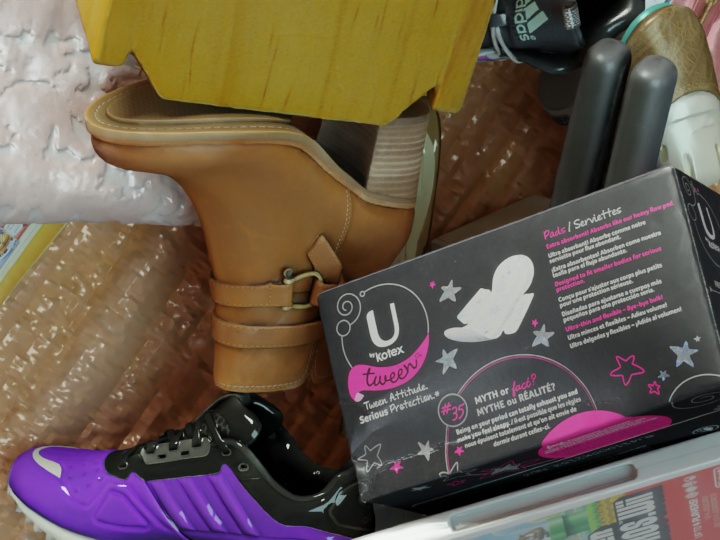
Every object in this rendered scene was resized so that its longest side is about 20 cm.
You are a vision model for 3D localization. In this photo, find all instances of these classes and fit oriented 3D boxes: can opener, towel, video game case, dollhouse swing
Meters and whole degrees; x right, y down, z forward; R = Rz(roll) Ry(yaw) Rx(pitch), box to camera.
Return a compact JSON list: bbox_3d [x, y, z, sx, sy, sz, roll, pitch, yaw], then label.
[{"bbox_3d":[0.129,-0.029,1.499,0.067,0.053,0.201,-36,143,-56],"label":"can opener"},{"bbox_3d":[-0.127,-0.117,1.402,0.199,0.032,0.192,1,99,-32],"label":"towel"},{"bbox_3d":[0.100,0.144,1.437,0.199,0.018,0.143,-16,150,1],"label":"video game case"},{"bbox_3d":[-0.049,-0.196,1.393,0.199,0.176,0.183,5,115,-29],"label":"dollhouse swing"}]

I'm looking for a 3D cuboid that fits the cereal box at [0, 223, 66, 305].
[{"bbox_3d":[-0.217,-0.087,1.396,0.144,0.039,0.200,-50,120,-9],"label":"cereal box"}]

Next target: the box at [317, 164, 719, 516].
[{"bbox_3d":[0.102,0.040,1.408,0.132,0.199,0.115,20,54,-61],"label":"box"}]

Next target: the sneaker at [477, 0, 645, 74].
[{"bbox_3d":[0.064,-0.135,1.471,0.199,0.140,0.078,-21,113,-22],"label":"sneaker"}]

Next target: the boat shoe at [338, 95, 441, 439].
[{"bbox_3d":[0.000,0.000,1.528,0.066,0.074,0.201,5,107,-5],"label":"boat shoe"}]

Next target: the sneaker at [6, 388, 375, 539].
[{"bbox_3d":[-0.083,0.104,1.459,0.199,0.070,0.100,14,111,12],"label":"sneaker"}]

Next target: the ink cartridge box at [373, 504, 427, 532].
[{"bbox_3d":[0.035,0.188,1.547,0.199,0.084,0.146,-16,114,2],"label":"ink cartridge box"}]

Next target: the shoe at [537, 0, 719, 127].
[{"bbox_3d":[0.184,-0.155,1.575,0.091,0.071,0.201,27,97,-33],"label":"shoe"}]

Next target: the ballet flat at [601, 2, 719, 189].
[{"bbox_3d":[0.162,-0.053,1.530,0.067,0.072,0.201,-15,143,-25],"label":"ballet flat"}]

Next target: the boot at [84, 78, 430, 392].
[{"bbox_3d":[-0.061,-0.016,1.417,0.199,0.077,0.156,-4,118,-41],"label":"boot"}]

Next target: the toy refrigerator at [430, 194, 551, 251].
[{"bbox_3d":[0.102,0.066,1.598,0.076,0.070,0.201,-24,117,-24],"label":"toy refrigerator"}]
